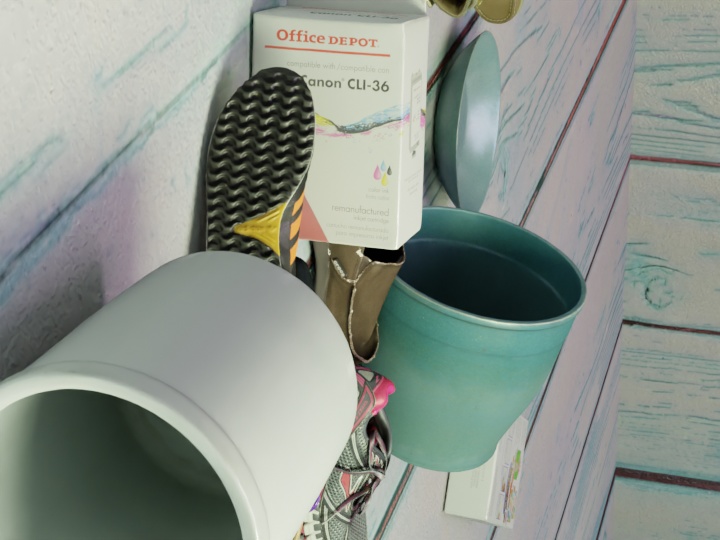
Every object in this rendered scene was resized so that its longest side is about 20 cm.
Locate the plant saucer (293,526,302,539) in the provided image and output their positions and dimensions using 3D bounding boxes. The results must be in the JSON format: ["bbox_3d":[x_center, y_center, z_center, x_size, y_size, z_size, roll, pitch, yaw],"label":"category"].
[{"bbox_3d":[-0.059,0.179,1.015,0.200,0.035,0.202,15,90,-89],"label":"plant saucer"}]

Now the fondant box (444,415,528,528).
[{"bbox_3d":[0.161,0.244,1.976,0.200,0.058,0.146,38,60,-70],"label":"fondant box"}]

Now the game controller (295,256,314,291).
[{"bbox_3d":[-0.046,0.078,1.178,0.201,0.042,0.105,89,-14,-51],"label":"game controller"}]

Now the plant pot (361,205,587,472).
[{"bbox_3d":[0.085,0.073,1.437,0.200,0.198,0.189,-52,160,-61],"label":"plant pot"}]

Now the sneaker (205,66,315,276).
[{"bbox_3d":[-0.073,-0.036,1.075,0.090,0.069,0.202,114,-17,-82],"label":"sneaker"}]

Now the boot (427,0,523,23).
[{"bbox_3d":[0.111,-0.297,1.568,0.201,0.071,0.155,73,28,-44],"label":"boot"}]

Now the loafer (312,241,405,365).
[{"bbox_3d":[0.000,0.000,1.302,0.073,0.070,0.201,-63,154,-50],"label":"loafer"}]

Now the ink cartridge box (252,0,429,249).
[{"bbox_3d":[-0.015,-0.124,1.123,0.067,0.115,0.202,-37,131,-67],"label":"ink cartridge box"}]

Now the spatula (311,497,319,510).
[{"bbox_3d":[-0.068,0.220,1.229,0.056,0.020,0.201,-31,-152,53],"label":"spatula"}]

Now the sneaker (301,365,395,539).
[{"bbox_3d":[-0.009,0.172,1.334,0.081,0.074,0.202,-59,152,-54],"label":"sneaker"}]

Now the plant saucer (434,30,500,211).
[{"bbox_3d":[0.111,-0.155,1.679,0.201,0.038,0.203,7,90,-73],"label":"plant saucer"}]

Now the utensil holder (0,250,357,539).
[{"bbox_3d":[-0.100,0.093,0.831,0.200,0.168,0.172,-52,145,-64],"label":"utensil holder"}]
